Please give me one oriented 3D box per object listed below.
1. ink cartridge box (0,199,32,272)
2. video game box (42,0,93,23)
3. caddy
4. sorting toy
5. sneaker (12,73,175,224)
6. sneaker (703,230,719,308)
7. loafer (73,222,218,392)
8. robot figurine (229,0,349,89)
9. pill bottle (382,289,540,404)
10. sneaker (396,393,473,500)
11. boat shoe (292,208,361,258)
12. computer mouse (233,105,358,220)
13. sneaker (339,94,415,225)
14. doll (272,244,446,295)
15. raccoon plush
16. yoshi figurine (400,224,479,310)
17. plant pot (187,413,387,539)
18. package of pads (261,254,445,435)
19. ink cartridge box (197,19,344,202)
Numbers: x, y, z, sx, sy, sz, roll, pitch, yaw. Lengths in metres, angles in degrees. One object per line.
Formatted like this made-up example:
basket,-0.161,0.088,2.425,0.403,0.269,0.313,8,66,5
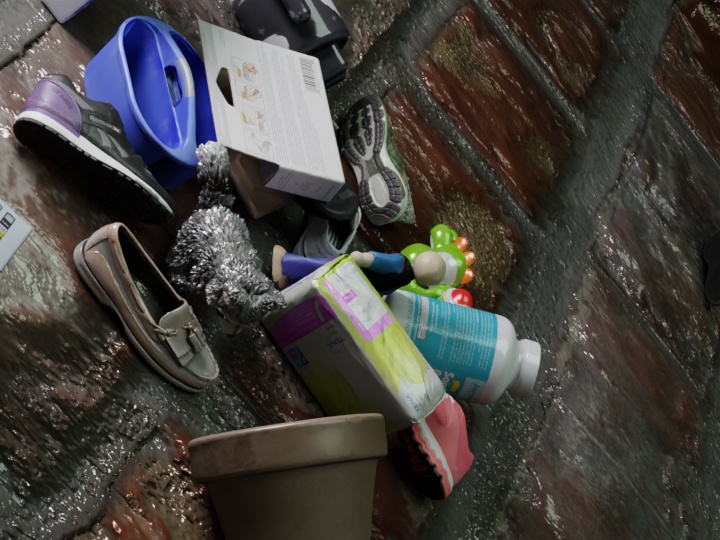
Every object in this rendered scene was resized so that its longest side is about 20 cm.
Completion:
ink cartridge box,-0.405,-0.064,1.373,0.200,0.084,0.176,45,33,-17
video game box,-0.254,-0.379,1.757,0.047,0.199,0.183,51,32,-15
caddy,-0.225,-0.191,1.713,0.141,0.105,0.202,16,49,-48
sorting toy,-0.126,-0.165,1.882,0.199,0.036,0.186,-28,85,-52
sneaker,-0.264,-0.132,1.615,0.200,0.075,0.088,39,55,-27
sneaker,0.697,0.024,2.823,0.120,0.084,0.201,35,35,-16
loafer,-0.210,0.039,1.568,0.200,0.063,0.072,50,31,-11
robot figurine,-0.091,-0.330,2.005,0.124,0.150,0.201,-24,82,-45
pill bottle,0.113,0.097,1.844,0.198,0.111,0.111,14,42,-6
sneaker,0.077,0.165,1.795,0.086,0.073,0.202,-32,112,-36
boat shoe,-0.027,-0.062,1.908,0.073,0.067,0.201,42,34,-22
computer mouse,-0.063,-0.141,1.869,0.200,0.046,0.140,49,41,8
sneaker,0.029,-0.142,2.072,0.088,0.076,0.202,30,44,-57
doll,0.000,0.000,1.760,0.137,0.197,0.049,70,23,-71
raccoon plush,-0.144,-0.032,1.613,0.096,0.134,0.202,-15,102,-30
yoshi figurine,0.091,0.043,1.980,0.111,0.113,0.202,3,67,-6
plant pot,-0.062,0.240,1.499,0.199,0.199,0.177,4,75,-52
package of pads,-0.009,0.092,1.704,0.068,0.154,0.201,-39,95,-34
ink cartridge box,-0.114,-0.188,1.796,0.175,0.045,0.202,14,48,-32
